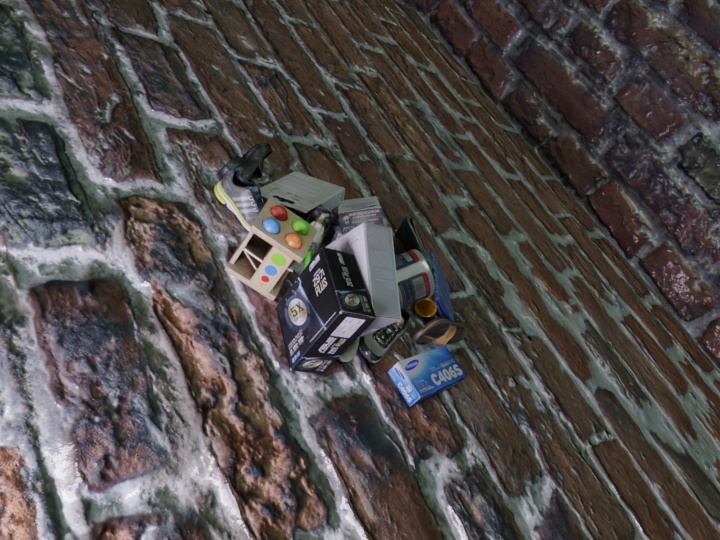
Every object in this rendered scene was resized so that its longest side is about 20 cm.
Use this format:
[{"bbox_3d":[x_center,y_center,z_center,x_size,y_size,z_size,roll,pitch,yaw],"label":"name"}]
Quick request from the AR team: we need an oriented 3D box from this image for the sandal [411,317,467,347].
[{"bbox_3d":[0.211,0.167,1.495,0.199,0.082,0.055,13,33,-46],"label":"sandal"}]

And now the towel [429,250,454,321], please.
[{"bbox_3d":[0.219,0.060,1.608,0.201,0.024,0.145,-89,156,-50],"label":"towel"}]

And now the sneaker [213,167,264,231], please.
[{"bbox_3d":[-0.254,-0.155,1.385,0.200,0.081,0.074,42,34,0],"label":"sneaker"}]

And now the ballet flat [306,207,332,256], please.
[{"bbox_3d":[-0.115,-0.106,1.482,0.072,0.072,0.201,34,35,-11],"label":"ballet flat"}]

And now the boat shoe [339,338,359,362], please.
[{"bbox_3d":[-0.054,0.107,1.311,0.074,0.062,0.202,-1,67,-39],"label":"boat shoe"}]

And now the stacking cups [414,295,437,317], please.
[{"bbox_3d":[0.178,0.042,1.621,0.060,0.061,0.201,31,32,-15],"label":"stacking cups"}]

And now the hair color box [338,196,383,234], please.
[{"bbox_3d":[-0.001,-0.144,1.536,0.108,0.065,0.200,-8,14,1],"label":"hair color box"}]

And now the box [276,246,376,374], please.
[{"bbox_3d":[-0.076,0.083,1.188,0.086,0.200,0.165,13,43,-35],"label":"box"}]

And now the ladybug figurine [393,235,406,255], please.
[{"bbox_3d":[0.018,-0.032,1.479,0.198,0.137,0.072,-8,23,-22],"label":"ladybug figurine"}]

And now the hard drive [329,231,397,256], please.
[{"bbox_3d":[0.000,0.000,1.426,0.199,0.133,0.027,19,11,-30],"label":"hard drive"}]

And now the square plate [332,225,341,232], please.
[{"bbox_3d":[0.042,-0.055,1.617,0.199,0.028,0.199,-5,56,-48],"label":"square plate"}]

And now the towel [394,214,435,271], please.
[{"bbox_3d":[0.132,-0.048,1.478,0.022,0.200,0.148,-21,81,-9],"label":"towel"}]

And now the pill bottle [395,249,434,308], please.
[{"bbox_3d":[0.061,0.039,1.383,0.199,0.120,0.120,-21,61,-12],"label":"pill bottle"}]

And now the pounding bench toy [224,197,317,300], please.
[{"bbox_3d":[-0.157,-0.031,1.277,0.199,0.156,0.125,34,34,-12],"label":"pounding bench toy"}]

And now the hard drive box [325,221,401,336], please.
[{"bbox_3d":[0.001,0.024,1.243,0.076,0.156,0.202,9,67,-34],"label":"hard drive box"}]

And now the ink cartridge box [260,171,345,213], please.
[{"bbox_3d":[-0.154,-0.184,1.498,0.160,0.050,0.200,21,34,18],"label":"ink cartridge box"}]

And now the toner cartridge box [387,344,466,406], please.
[{"bbox_3d":[0.159,0.242,1.386,0.199,0.043,0.095,-10,57,-49],"label":"toner cartridge box"}]

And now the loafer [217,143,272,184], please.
[{"bbox_3d":[-0.278,-0.262,1.502,0.072,0.073,0.200,47,43,-7],"label":"loafer"}]

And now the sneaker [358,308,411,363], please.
[{"bbox_3d":[0.056,0.142,1.365,0.074,0.079,0.200,46,35,3],"label":"sneaker"}]
